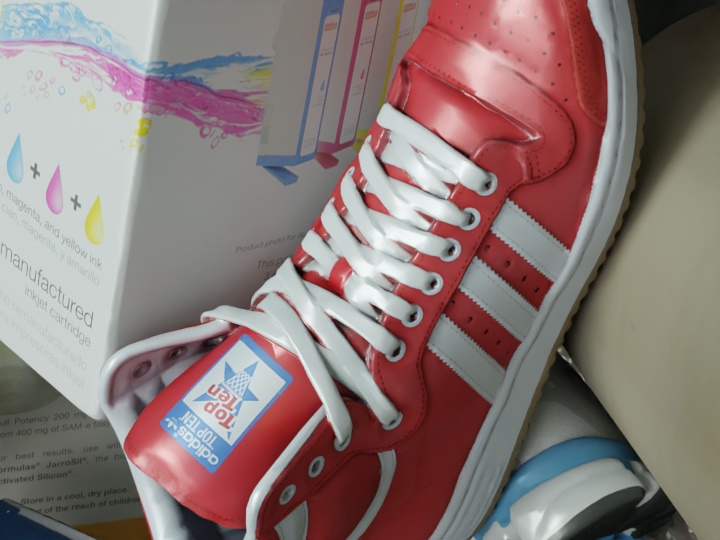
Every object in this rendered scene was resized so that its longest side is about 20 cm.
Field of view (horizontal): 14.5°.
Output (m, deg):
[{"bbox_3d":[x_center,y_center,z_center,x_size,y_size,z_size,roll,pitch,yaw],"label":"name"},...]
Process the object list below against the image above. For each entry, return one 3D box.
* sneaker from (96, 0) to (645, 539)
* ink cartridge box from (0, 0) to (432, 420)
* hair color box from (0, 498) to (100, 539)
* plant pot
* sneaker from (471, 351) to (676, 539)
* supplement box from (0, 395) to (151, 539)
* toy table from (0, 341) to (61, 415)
[{"bbox_3d":[0.000,0.000,0.728,0.071,0.112,0.200,37,125,37],"label":"sneaker"},{"bbox_3d":[-0.046,-0.085,0.777,0.129,0.125,0.200,36,128,39],"label":"ink cartridge box"},{"bbox_3d":[-0.061,0.157,0.971,0.100,0.061,0.200,23,162,30],"label":"hair color box"},{"bbox_3d":[0.145,0.012,0.755,0.174,0.200,0.200,39,130,42],"label":"plant pot"},{"bbox_3d":[0.047,0.061,0.879,0.087,0.075,0.200,64,167,14],"label":"sneaker"},{"bbox_3d":[-0.108,-0.019,0.967,0.126,0.073,0.200,-127,38,-53],"label":"supplement box"},{"bbox_3d":[-0.196,0.033,0.888,0.200,0.117,0.184,24,122,20],"label":"toy table"}]
